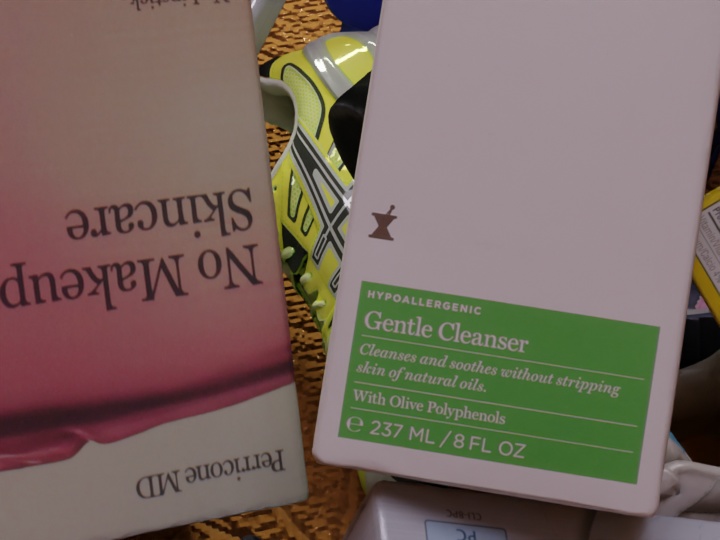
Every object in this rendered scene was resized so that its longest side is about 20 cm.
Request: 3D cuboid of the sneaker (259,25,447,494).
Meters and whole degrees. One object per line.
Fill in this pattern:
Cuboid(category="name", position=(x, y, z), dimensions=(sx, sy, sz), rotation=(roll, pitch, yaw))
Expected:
Cuboid(category="sneaker", position=(0.000, 0.000, 0.941), dimensions=(0.076, 0.076, 0.201), rotation=(-6, 56, 5))

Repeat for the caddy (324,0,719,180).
Cuboid(category="caddy", position=(0.073, -0.109, 1.032), dimensions=(0.199, 0.142, 0.105), rotation=(9, 44, 10))

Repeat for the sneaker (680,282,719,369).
Cuboid(category="sneaker", position=(0.137, 0.019, 0.935), dimensions=(0.199, 0.070, 0.082), rotation=(2, 30, -7))

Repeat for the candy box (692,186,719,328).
Cuboid(category="candy box", position=(0.189, 0.045, 0.816), dimensions=(0.102, 0.026, 0.201), rotation=(-30, 85, 3))

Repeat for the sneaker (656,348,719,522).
Cuboid(category="sneaker", position=(0.071, 0.088, 0.843), dimensions=(0.200, 0.081, 0.076), rotation=(-29, 49, -29))

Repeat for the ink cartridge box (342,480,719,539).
Cuboid(category="ink cartridge box", position=(0.080, 0.160, 0.723), dimensions=(0.159, 0.047, 0.201), rotation=(9, 47, -18))

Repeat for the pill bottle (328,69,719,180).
Cuboid(category="pill bottle", position=(0.090, -0.085, 0.880), dimensions=(0.200, 0.112, 0.112), rotation=(-41, 51, -13))

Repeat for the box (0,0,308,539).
Cuboid(category="box", position=(-0.105, -0.013, 0.837), dimensions=(0.127, 0.201, 0.109), rotation=(-9, 3, -33))

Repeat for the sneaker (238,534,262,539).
Cuboid(category="sneaker", position=(-0.044, 0.161, 0.771), dimensions=(0.104, 0.060, 0.200), rotation=(-31, 66, 4))

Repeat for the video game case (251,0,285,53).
Cuboid(category="video game case", position=(-0.111, -0.129, 1.004), dimensions=(0.181, 0.023, 0.201), rotation=(20, 75, 23))

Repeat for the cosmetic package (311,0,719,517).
Cuboid(category="cosmetic package", position=(0.053, -0.034, 0.774), dimensions=(0.107, 0.201, 0.085), rotation=(7, 0, 5))
